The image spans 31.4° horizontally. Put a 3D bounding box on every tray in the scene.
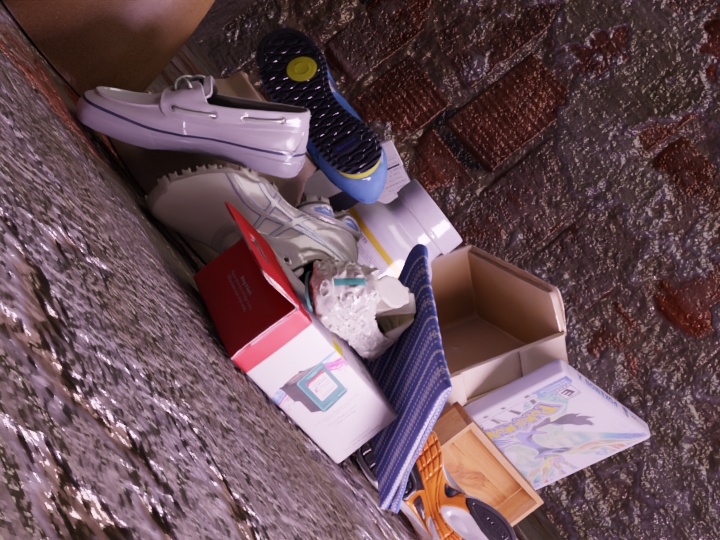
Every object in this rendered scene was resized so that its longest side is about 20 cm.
[{"bbox_3d":[0.107,0.218,1.316,0.200,0.099,0.037,49,4,-48],"label":"tray"}]

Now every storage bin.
[{"bbox_3d":[0.090,0.067,1.386,0.199,0.200,0.094,31,-45,60],"label":"storage bin"}]

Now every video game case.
[{"bbox_3d":[0.175,0.176,1.345,0.182,0.200,0.022,35,34,-41],"label":"video game case"}]

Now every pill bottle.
[{"bbox_3d":[0.000,0.000,1.291,0.112,0.200,0.112,52,3,-4],"label":"pill bottle"}]

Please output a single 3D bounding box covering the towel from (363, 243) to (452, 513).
[{"bbox_3d":[0.040,0.086,1.079,0.024,0.145,0.200,13,33,-14],"label":"towel"}]

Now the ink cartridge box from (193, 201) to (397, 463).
[{"bbox_3d":[-0.062,0.050,1.020,0.200,0.067,0.116,50,4,-39],"label":"ink cartridge box"}]

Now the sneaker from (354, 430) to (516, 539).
[{"bbox_3d":[0.056,0.203,1.157,0.200,0.076,0.092,51,-17,17],"label":"sneaker"}]

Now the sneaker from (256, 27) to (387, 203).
[{"bbox_3d":[-0.039,-0.145,1.228,0.200,0.066,0.078,56,-8,25],"label":"sneaker"}]

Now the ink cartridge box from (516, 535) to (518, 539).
[{"bbox_3d":[0.099,0.240,1.466,0.200,0.044,0.094,50,2,-28],"label":"ink cartridge box"}]

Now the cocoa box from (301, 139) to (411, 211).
[{"bbox_3d":[-0.019,-0.051,1.517,0.131,0.133,0.200,64,-19,1],"label":"cocoa box"}]

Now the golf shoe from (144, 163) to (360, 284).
[{"bbox_3d":[-0.085,-0.026,1.091,0.200,0.078,0.097,14,46,-25],"label":"golf shoe"}]

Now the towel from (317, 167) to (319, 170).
[{"bbox_3d":[-0.111,-0.139,1.509,0.146,0.200,0.030,162,-71,-85],"label":"towel"}]

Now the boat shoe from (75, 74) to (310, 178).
[{"bbox_3d":[-0.140,-0.138,1.102,0.200,0.067,0.074,12,21,-11],"label":"boat shoe"}]

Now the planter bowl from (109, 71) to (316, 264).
[{"bbox_3d":[-0.128,-0.105,1.228,0.200,0.135,0.200,52,2,-3],"label":"planter bowl"}]

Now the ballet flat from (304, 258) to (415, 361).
[{"bbox_3d":[0.011,0.032,1.031,0.072,0.072,0.200,53,5,15],"label":"ballet flat"}]

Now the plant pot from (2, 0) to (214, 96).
[{"bbox_3d":[-0.221,-0.277,1.240,0.186,0.200,0.186,53,2,-3],"label":"plant pot"}]
